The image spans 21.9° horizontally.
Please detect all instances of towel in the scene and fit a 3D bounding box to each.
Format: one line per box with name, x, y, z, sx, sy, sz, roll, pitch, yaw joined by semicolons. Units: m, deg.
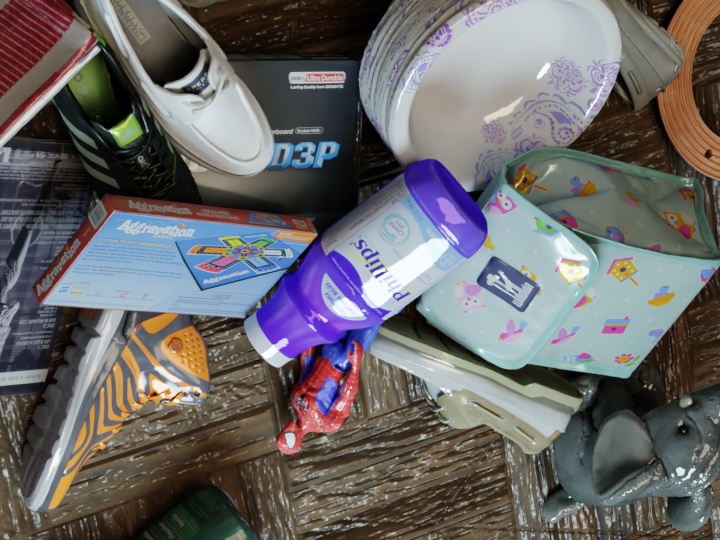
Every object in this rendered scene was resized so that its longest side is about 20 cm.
towel;-0.292;-0.169;1.265;0.200;0.023;0.144;42;83;15

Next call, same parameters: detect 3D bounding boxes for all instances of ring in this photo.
ring;0.341;-0.176;1.631;0.200;0.019;0.200;-6;105;-23

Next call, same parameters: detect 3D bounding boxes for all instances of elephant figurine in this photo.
elephant figurine;0.250;0.154;1.572;0.141;0.200;0.155;-20;112;-20

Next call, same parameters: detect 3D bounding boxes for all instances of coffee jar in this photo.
coffee jar;-0.170;0.264;1.470;0.200;0.085;0.104;-32;122;-15

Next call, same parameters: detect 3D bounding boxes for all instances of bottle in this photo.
bottle;0.000;0.000;1.430;0.200;0.065;0.084;-36;107;15

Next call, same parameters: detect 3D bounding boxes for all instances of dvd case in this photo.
dvd case;-0.264;-0.001;1.351;0.149;0.016;0.200;-2;111;-55

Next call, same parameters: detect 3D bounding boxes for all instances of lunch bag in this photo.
lunch bag;0.163;-0.005;1.506;0.200;0.122;0.170;9;138;-24

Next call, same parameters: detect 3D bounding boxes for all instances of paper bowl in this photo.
paper bowl;0.093;-0.167;1.444;0.201;0.104;0.201;-19;141;-16

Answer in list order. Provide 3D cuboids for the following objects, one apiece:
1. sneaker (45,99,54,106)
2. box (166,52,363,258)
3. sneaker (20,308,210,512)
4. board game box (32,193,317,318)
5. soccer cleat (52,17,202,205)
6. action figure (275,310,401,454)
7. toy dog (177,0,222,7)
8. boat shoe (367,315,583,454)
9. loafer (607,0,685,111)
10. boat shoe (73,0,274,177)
sneaker;-0.273;-0.095;1.336;0.115;0.076;0.200;-6;105;-27
box;-0.098;-0.087;1.434;0.200;0.046;0.159;-3;104;-24
sneaker;-0.180;0.104;1.428;0.112;0.078;0.200;23;93;-27
board game box;-0.133;-0.008;1.366;0.200;0.019;0.103;6;136;-47
soccer cleat;-0.170;-0.091;1.328;0.068;0.081;0.200;-35;115;-10
action figure;-0.015;0.060;1.498;0.052;0.065;0.200;19;100;-52
toy dog;-0.127;-0.285;1.319;0.194;0.140;0.200;-28;115;-16
boat shoe;0.088;0.099;1.552;0.200;0.075;0.068;23;105;-18
loafer;0.183;-0.206;1.520;0.200;0.070;0.070;37;89;-24
boat shoe;-0.130;-0.139;1.343;0.074;0.065;0.200;-49;116;-7
